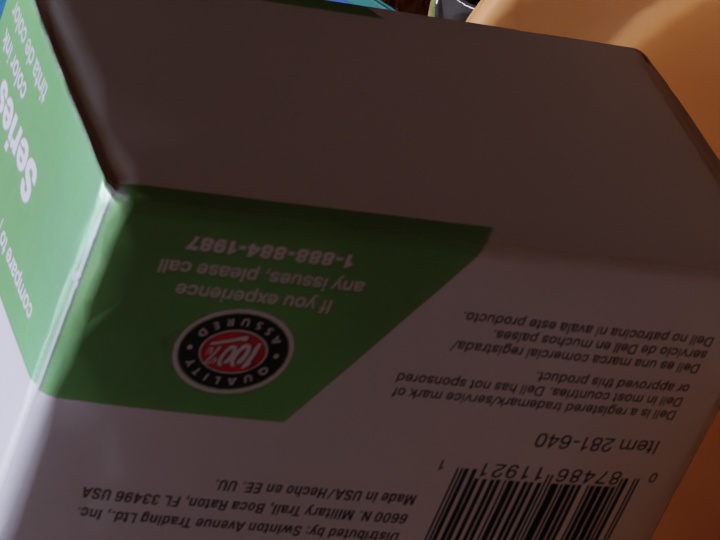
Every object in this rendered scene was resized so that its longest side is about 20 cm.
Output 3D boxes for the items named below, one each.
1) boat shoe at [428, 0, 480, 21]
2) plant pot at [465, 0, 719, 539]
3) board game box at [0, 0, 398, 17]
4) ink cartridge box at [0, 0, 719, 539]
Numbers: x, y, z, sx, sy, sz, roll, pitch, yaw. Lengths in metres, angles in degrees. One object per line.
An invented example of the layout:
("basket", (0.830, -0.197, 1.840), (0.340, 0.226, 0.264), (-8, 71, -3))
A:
("boat shoe", (0.053, -0.090, 0.933), (0.072, 0.060, 0.202), (60, 137, 49))
("plant pot", (0.106, 0.025, 0.671), (0.200, 0.140, 0.201), (-18, 69, 60))
("board game box", (-0.078, -0.028, 0.998), (0.200, 0.152, 0.045), (-58, 8, -8))
("ink cartridge box", (-0.025, 0.048, 0.609), (0.200, 0.144, 0.084), (-67, 31, 31))
